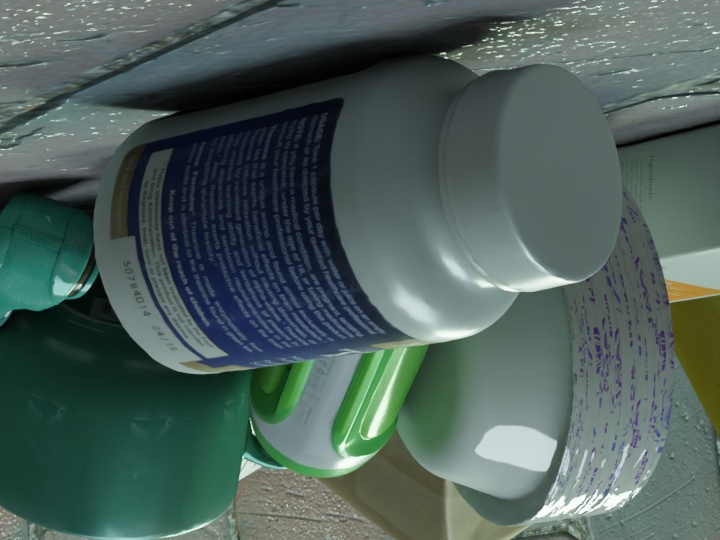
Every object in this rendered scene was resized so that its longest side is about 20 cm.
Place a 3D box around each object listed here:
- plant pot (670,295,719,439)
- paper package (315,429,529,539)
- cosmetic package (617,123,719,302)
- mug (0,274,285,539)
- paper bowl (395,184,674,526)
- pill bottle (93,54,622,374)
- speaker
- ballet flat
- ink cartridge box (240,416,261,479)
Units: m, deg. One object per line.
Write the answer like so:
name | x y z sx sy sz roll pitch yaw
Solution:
plant pot | 0.320 0.039 1.415 0.199 0.201 0.176 -26 172 -10
paper package | 0.058 0.084 1.613 0.190 0.104 0.200 -30 -133 -31
cosmetic package | 0.204 -0.033 1.302 0.101 0.072 0.200 11 166 -36
mug | -0.127 0.063 1.331 0.152 0.115 0.185 25 -153 34
paper bowl | 0.077 0.037 1.261 0.104 0.202 0.201 -6 176 -21
pill bottle | -0.001 -0.023 0.925 0.199 0.112 0.111 -10 175 39
speaker | -0.001 0.022 1.198 0.088 0.089 0.200 -5 145 -21
ballet flat | -0.200 -0.009 1.244 0.070 0.068 0.200 25 162 -22
ink cartridge box | -0.053 0.078 1.438 0.200 0.044 0.094 -32 159 15
